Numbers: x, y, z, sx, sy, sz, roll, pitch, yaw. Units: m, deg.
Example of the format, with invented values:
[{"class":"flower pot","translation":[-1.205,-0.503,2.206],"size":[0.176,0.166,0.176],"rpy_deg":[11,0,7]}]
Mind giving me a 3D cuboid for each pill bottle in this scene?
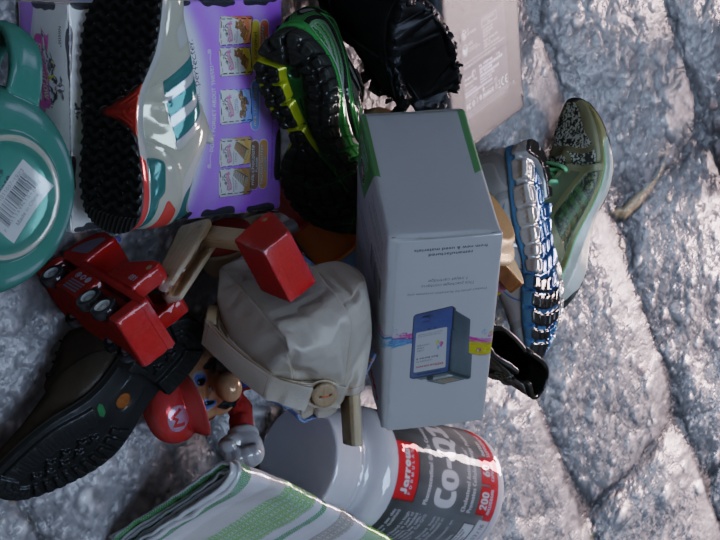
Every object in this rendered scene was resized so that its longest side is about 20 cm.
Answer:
[{"class":"pill bottle","translation":[0.019,0.178,1.645],"size":[0.200,0.114,0.114],"rpy_deg":[17,87,-43]}]

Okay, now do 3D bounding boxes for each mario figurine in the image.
[{"class":"mario figurine","translation":[-0.089,0.077,1.528],"size":[0.200,0.123,0.106],"rpy_deg":[-34,163,-40]}]

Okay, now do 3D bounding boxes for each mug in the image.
[{"class":"mug","translation":[-0.277,-0.073,1.330],"size":[0.152,0.114,0.185],"rpy_deg":[-16,110,-38]}]

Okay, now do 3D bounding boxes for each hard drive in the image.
[{"class":"hard drive","translation":[0.087,-0.208,1.578],"size":[0.140,0.033,0.200],"rpy_deg":[-38,130,-49]}]

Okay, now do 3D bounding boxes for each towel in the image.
[{"class":"towel","translation":[-0.086,0.227,1.556],"size":[0.200,0.149,0.031],"rpy_deg":[32,34,-40]}]

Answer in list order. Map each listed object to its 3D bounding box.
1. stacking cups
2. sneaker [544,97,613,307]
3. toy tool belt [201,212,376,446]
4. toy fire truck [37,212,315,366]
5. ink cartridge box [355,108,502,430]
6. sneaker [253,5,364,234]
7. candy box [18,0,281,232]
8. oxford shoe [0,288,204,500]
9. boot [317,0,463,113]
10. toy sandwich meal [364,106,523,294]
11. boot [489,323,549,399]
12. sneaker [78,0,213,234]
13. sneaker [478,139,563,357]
[{"class":"stacking cups","translation":[0.000,0.000,1.582],"size":[0.061,0.061,0.200],"rpy_deg":[-39,97,-29]},{"class":"sneaker","translation":[0.172,-0.066,1.768],"size":[0.089,0.077,0.200],"rpy_deg":[13,86,-31]},{"class":"toy tool belt","translation":[-0.059,0.049,1.444],"size":[0.125,0.200,0.123],"rpy_deg":[-26,122,-19]},{"class":"toy fire truck","translation":[-0.138,0.002,1.400],"size":[0.141,0.200,0.049],"rpy_deg":[-39,122,-18]},{"class":"ink cartridge box","translation":[0.046,0.000,1.441],"size":[0.087,0.145,0.200],"rpy_deg":[-4,133,-8]},{"class":"sneaker","translation":[-0.020,-0.114,1.499],"size":[0.085,0.078,0.200],"rpy_deg":[-59,146,-47]},{"class":"candy box","translation":[-0.158,-0.124,1.456],"size":[0.200,0.072,0.168],"rpy_deg":[-8,104,-41]},{"class":"oxford shoe","translation":[-0.210,0.094,1.459],"size":[0.200,0.084,0.073],"rpy_deg":[-43,141,-5]},{"class":"boot","translation":[0.007,-0.222,1.462],"size":[0.073,0.162,0.198],"rpy_deg":[-25,128,-9]},{"class":"toy sandwich meal","translation":[0.052,-0.055,1.612],"size":[0.205,0.205,0.070],"rpy_deg":[28,112,-41]},{"class":"boot","translation":[0.074,0.042,1.655],"size":[0.200,0.131,0.068],"rpy_deg":[37,74,-40]},{"class":"sneaker","translation":[-0.148,-0.126,1.381],"size":[0.093,0.070,0.200],"rpy_deg":[-3,99,-59]},{"class":"sneaker","translation":[0.130,-0.015,1.722],"size":[0.075,0.087,0.200],"rpy_deg":[-12,97,-64]}]
